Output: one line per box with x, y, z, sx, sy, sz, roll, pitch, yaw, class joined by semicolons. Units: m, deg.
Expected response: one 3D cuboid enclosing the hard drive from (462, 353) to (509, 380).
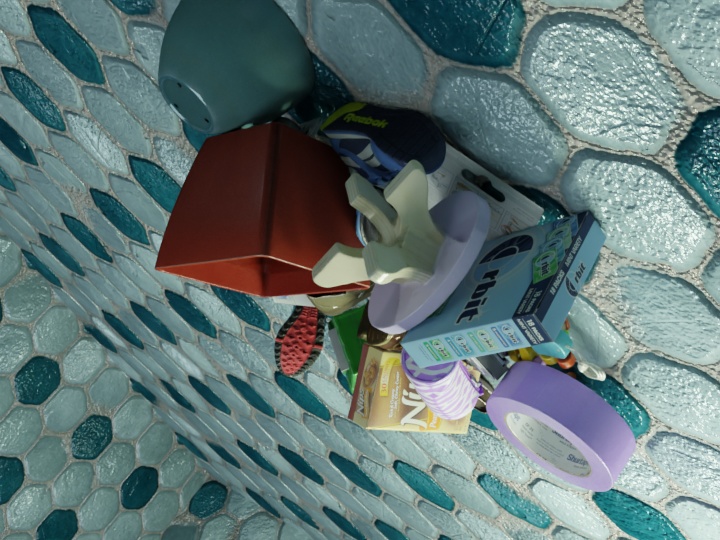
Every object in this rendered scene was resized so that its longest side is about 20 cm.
0.127;0.079;1.437;0.140;0.038;0.200;47;174;-16;hard drive

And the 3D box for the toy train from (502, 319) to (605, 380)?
0.266;0.117;1.348;0.150;0.056;0.200;36;160;8;toy train

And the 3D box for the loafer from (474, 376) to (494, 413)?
0.130;0.186;1.616;0.199;0.072;0.073;28;160;-15;loafer

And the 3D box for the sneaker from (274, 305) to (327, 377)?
-0.080;0.080;1.661;0.079;0.202;0.096;19;180;8;sneaker

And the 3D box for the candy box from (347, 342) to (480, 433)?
0.084;0.178;1.501;0.198;0.117;0.055;9;-175;-37;candy box

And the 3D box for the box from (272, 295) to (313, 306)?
-0.091;-0.046;1.494;0.100;0.113;0.201;5;145;15;box

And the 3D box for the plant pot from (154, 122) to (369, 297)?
-0.116;-0.075;1.274;0.199;0.178;0.199;-6;164;39;plant pot

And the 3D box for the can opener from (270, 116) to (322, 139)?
-0.113;-0.183;1.393;0.066;0.053;0.200;38;162;-20;can opener

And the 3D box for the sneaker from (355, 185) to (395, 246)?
0.059;-0.028;1.271;0.082;0.071;0.201;-4;128;40;sneaker

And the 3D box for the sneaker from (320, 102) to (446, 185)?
0.036;-0.144;1.208;0.199;0.074;0.083;28;151;49;sneaker

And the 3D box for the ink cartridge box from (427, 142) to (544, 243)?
0.139;-0.063;1.249;0.162;0.057;0.201;35;138;13;ink cartridge box

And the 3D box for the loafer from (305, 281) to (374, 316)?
0.000;0.000;1.405;0.067;0.200;0.077;13;-135;-52;loafer

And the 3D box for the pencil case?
0.114;0.146;1.381;0.085;0.085;0.200;-8;157;14;pencil case

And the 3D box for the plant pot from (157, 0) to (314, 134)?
-0.175;-0.251;1.265;0.199;0.135;0.201;33;156;17;plant pot

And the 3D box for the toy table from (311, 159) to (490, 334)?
0.042;-0.027;1.143;0.117;0.201;0.184;28;-163;-29;toy table

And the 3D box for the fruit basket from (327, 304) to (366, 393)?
0.003;0.145;1.679;0.200;0.093;0.187;91;160;-68;fruit basket

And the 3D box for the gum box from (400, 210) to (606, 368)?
0.160;0.024;1.133;0.199;0.170;0.045;-19;117;47;gum box

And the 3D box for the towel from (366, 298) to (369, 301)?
0.049;0.056;1.543;0.147;0.024;0.200;50;172;-18;towel

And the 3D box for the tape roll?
0.270;0.213;1.369;0.199;0.066;0.201;35;160;14;tape roll

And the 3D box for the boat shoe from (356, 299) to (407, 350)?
0.045;0.075;1.395;0.067;0.073;0.200;18;176;-7;boat shoe
